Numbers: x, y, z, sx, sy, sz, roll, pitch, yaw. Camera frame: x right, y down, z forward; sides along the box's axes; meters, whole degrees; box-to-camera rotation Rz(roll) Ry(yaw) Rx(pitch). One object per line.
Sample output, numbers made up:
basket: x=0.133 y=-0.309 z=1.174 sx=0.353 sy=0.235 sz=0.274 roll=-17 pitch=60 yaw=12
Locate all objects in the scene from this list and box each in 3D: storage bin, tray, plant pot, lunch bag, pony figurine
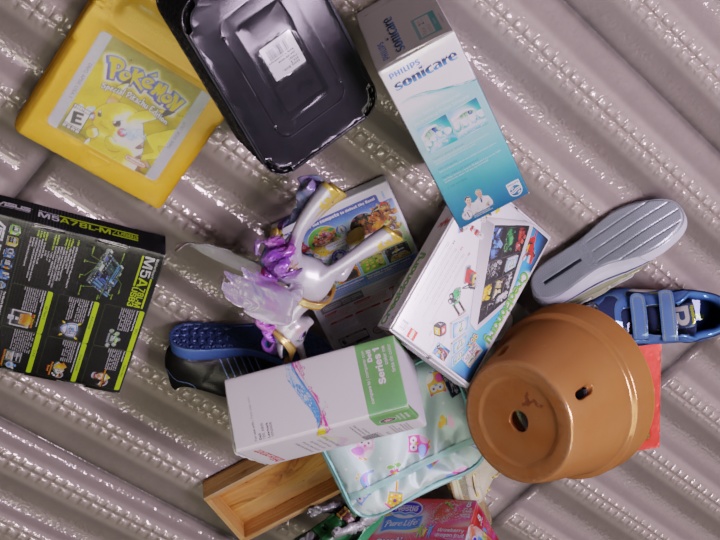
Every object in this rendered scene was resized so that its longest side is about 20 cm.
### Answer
storage bin: x=-0.088 y=-0.213 z=1.110 sx=0.134 sy=0.094 sz=0.201 roll=-36 pitch=125 yaw=-7
tray: x=-0.094 y=0.268 z=1.487 sx=0.198 sy=0.037 sz=0.099 roll=-29 pitch=123 yaw=8
plant pot: x=0.209 y=0.150 z=1.294 sx=0.139 sy=0.199 sz=0.202 roll=-17 pitch=138 yaw=-49
lunch bag: x=0.052 y=0.199 z=1.398 sx=0.198 sy=0.077 sz=0.162 roll=-25 pitch=92 yaw=-1
pony figurine: x=-0.078 y=-0.002 z=1.234 sx=0.192 sy=0.167 sz=0.201 roll=33 pitch=97 yaw=-35

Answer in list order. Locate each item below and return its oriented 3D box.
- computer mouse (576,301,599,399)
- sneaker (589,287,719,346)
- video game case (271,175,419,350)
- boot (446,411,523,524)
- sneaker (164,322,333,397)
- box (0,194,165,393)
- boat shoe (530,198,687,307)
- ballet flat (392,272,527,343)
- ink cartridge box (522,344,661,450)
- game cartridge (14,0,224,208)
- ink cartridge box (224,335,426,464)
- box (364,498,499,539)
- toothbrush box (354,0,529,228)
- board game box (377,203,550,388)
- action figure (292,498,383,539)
computer mouse: x=0.271 y=0.134 z=1.366 sx=0.058 sy=0.034 sz=0.203 roll=-11 pitch=113 yaw=-10
sneaker: x=0.355 y=0.055 z=1.386 sx=0.197 sy=0.082 sz=0.075 roll=-5 pitch=88 yaw=-12
video game case: x=0.000 y=0.000 z=1.336 sx=0.141 sy=0.018 sz=0.202 roll=-22 pitch=125 yaw=6
boot: x=0.182 y=0.245 z=1.500 sx=0.153 sy=0.072 sz=0.202 roll=-22 pitch=121 yaw=2
sneaker: x=-0.131 y=0.110 z=1.360 sx=0.196 sy=0.071 sz=0.079 roll=7 pitch=127 yaw=-7
box: x=-0.333 y=0.031 z=1.280 sx=0.190 sy=0.048 sz=0.202 roll=12 pitch=120 yaw=-20
boat shoe: x=0.292 y=-0.016 z=1.358 sx=0.198 sy=0.073 sz=0.062 roll=-29 pitch=149 yaw=14
ballet flat: x=0.125 y=0.056 z=1.352 sx=0.198 sy=0.064 sz=0.068 roll=19 pitch=110 yaw=-30
ink cartridge box: x=0.297 y=0.169 z=1.437 sx=0.197 sy=0.050 sz=0.165 roll=-6 pitch=103 yaw=-14
game cartridge: x=-0.225 y=-0.181 z=1.166 sx=0.175 sy=0.033 sz=0.201 roll=28 pitch=115 yaw=-26
ink cartridge box: x=-0.037 y=0.149 z=1.288 sx=0.197 sy=0.085 sz=0.145 roll=-15 pitch=163 yaw=7
box: x=0.070 y=0.361 z=1.494 sx=0.197 sy=0.096 sz=0.100 roll=-6 pitch=131 yaw=32
toothbrush box: x=0.081 y=-0.169 z=1.160 sx=0.084 sy=0.147 sz=0.201 roll=-27 pitch=123 yaw=8
board game box: x=0.118 y=0.012 z=1.288 sx=0.126 sy=0.034 sz=0.202 roll=36 pitch=77 yaw=-25
action figure: x=-0.035 y=0.334 z=1.475 sx=0.199 sy=0.118 sz=0.055 roll=-38 pitch=121 yaw=-16
